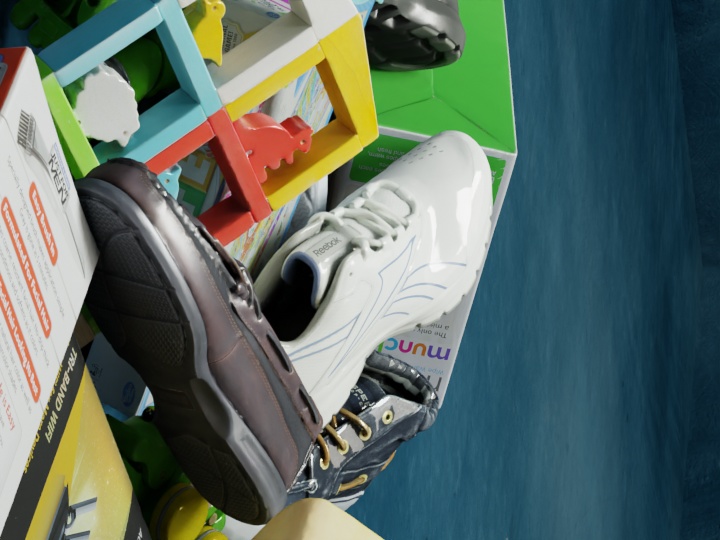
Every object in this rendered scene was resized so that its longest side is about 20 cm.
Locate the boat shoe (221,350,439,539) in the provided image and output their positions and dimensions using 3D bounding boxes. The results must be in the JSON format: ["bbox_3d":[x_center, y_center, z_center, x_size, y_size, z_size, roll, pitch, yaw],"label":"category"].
[{"bbox_3d":[-0.028,0.084,1.272,0.071,0.091,0.200,49,16,13],"label":"boat shoe"}]

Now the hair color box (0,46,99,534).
[{"bbox_3d":[-0.160,0.023,0.893,0.201,0.063,0.111,-75,159,-44],"label":"hair color box"}]

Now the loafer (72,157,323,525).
[{"bbox_3d":[-0.069,0.023,1.048,0.063,0.072,0.201,-48,135,-30],"label":"loafer"}]

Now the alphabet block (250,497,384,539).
[{"bbox_3d":[-0.023,0.257,1.029,0.195,0.196,0.201,37,35,-15],"label":"alphabet block"}]

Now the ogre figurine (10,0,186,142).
[{"bbox_3d":[-0.098,-0.155,1.093,0.120,0.098,0.202,11,67,-64],"label":"ogre figurine"}]

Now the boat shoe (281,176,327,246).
[{"bbox_3d":[-0.059,-0.103,1.247,0.071,0.072,0.201,-50,127,-72],"label":"boat shoe"}]

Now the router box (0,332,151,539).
[{"bbox_3d":[-0.144,0.139,0.967,0.158,0.052,0.201,76,19,-44],"label":"router box"}]

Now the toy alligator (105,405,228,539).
[{"bbox_3d":[-0.096,0.090,1.116,0.054,0.059,0.200,-51,150,-21],"label":"toy alligator"}]

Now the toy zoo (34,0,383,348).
[{"bbox_3d":[-0.068,-0.070,1.043,0.020,0.199,0.132,41,-19,45],"label":"toy zoo"}]

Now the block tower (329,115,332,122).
[{"bbox_3d":[-0.053,-0.051,1.325,0.054,0.057,0.201,68,22,-54],"label":"block tower"}]

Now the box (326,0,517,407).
[{"bbox_3d":[0.024,-0.052,1.398,0.201,0.096,0.177,-89,-167,-56],"label":"box"}]

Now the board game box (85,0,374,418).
[{"bbox_3d":[-0.062,-0.040,1.154,0.201,0.034,0.134,-68,167,18],"label":"board game box"}]

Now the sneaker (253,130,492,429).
[{"bbox_3d":[0.000,0.000,1.212,0.200,0.074,0.087,-50,155,-23],"label":"sneaker"}]

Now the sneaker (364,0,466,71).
[{"bbox_3d":[-0.004,-0.169,1.244,0.200,0.075,0.080,37,52,-62],"label":"sneaker"}]
